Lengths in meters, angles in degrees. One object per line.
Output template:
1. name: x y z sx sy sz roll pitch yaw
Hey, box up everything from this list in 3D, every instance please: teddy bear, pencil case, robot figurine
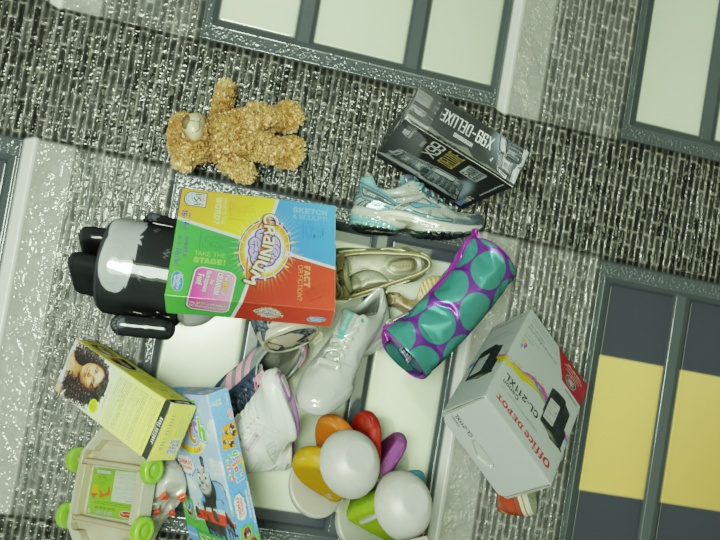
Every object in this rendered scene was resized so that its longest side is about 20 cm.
1. teddy bear: -0.167 -0.188 0.882 0.194 0.067 0.149 14 85 -9
2. pencil case: -0.117 0.012 0.844 0.087 0.078 0.203 -11 61 -28
3. robot figurine: -0.269 0.004 0.840 0.194 0.125 0.155 10 91 -8
4. pencil case: 0.116 0.047 0.869 0.200 0.085 0.093 -45 99 -11

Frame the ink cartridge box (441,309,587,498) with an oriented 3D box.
1. ink cartridge box: 0.215 0.177 0.875 0.147 0.082 0.200 52 43 -6

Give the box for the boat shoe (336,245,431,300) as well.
1. boat shoe: 0.001 0.003 0.907 0.194 0.063 0.076 -5 90 -8

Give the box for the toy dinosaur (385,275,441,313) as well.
1. toy dinosaur: 0.124 0.058 0.928 0.194 0.058 0.104 -8 90 -8

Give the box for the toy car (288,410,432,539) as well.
1. toy car: 0.009 0.274 0.876 0.198 0.175 0.151 38 48 -6

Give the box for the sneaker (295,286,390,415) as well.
1. sneaker: -0.023 0.096 0.849 0.074 0.090 0.200 20 43 21

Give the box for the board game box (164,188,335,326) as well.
1. board game box: -0.128 -0.017 0.787 0.194 0.041 0.157 5 58 -11

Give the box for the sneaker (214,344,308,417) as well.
1. sneaker: -0.147 0.155 0.875 0.070 0.082 0.201 41 85 -8

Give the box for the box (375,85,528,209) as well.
1. box: 0.112 -0.154 0.855 0.155 0.200 0.051 30 84 -7

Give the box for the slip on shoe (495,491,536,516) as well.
1. slip on shoe: 0.197 0.257 0.935 0.060 0.074 0.205 -18 87 25

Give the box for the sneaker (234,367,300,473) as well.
1. sneaker: -0.130 0.205 0.828 0.097 0.076 0.203 -7 135 -18

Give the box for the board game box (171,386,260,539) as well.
1. board game box: -0.198 0.255 0.837 0.036 0.149 0.206 -12 90 -40

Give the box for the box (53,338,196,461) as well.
1. box: -0.300 0.160 0.816 0.196 0.050 0.077 21 86 29

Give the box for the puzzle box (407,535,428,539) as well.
1. puzzle box: 0.017 0.387 0.846 0.129 0.202 0.026 -10 62 -7

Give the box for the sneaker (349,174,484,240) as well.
1. sneaker: 0.084 -0.092 0.914 0.194 0.078 0.089 6 86 -8

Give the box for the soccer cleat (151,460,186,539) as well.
1. soccer cleat: -0.300 0.332 0.867 0.069 0.078 0.201 29 104 -43

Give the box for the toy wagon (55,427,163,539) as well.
1. toy wagon: -0.322 0.308 0.822 0.151 0.039 0.206 -3 74 29
